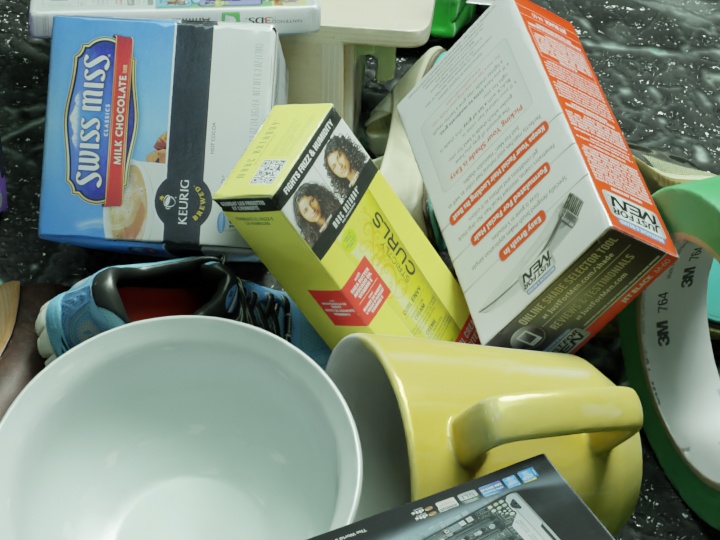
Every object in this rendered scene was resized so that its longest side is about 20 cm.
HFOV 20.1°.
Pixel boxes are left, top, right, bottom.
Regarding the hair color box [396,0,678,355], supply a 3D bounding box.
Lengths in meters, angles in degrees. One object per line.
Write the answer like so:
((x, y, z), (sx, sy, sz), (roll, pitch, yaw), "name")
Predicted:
((0.100, -0.055, 1.197), (0.064, 0.111, 0.201), (21, 37, -36), "hair color box")

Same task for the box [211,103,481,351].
((0.000, 0.000, 1.161), (0.050, 0.200, 0.075), (3, 50, 42), "box")

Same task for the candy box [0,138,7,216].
((-0.293, -0.050, 1.231), (0.071, 0.168, 0.200), (14, 42, 13), "candy box")

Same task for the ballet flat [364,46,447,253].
((0.029, -0.082, 1.387), (0.069, 0.070, 0.201), (7, 42, 2), "ballet flat")

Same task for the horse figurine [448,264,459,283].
((0.040, 0.001, 1.276), (0.199, 0.050, 0.133), (2, 74, -19), "horse figurine")

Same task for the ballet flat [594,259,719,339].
((0.188, 0.015, 1.283), (0.199, 0.071, 0.071), (2, 39, -22), "ballet flat")

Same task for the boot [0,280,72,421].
((-0.159, 0.084, 1.167), (0.165, 0.073, 0.201), (-2, 49, -18), "boot")

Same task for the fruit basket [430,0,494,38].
((0.027, -0.257, 1.561), (0.184, 0.094, 0.200), (7, 38, 2), "fruit basket")

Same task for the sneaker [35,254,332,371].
((-0.079, 0.035, 1.161), (0.199, 0.090, 0.079), (3, 61, -31), "sneaker")

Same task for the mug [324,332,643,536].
((0.076, 0.111, 1.103), (0.152, 0.150, 0.187), (-2, 15, -21), "mug")

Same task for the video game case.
((-0.125, -0.199, 1.346), (0.181, 0.022, 0.200), (-2, 28, -6), "video game case")

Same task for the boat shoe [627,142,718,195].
((0.172, -0.048, 1.334), (0.200, 0.072, 0.066), (5, 17, -35), "boat shoe")

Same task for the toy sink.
((-0.049, -0.147, 1.401), (0.199, 0.113, 0.131), (3, 32, 3), "toy sink")

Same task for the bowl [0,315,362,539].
((-0.095, 0.130, 1.078), (0.200, 0.091, 0.202), (-2, 52, 3), "bowl")

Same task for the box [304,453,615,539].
((0.031, 0.173, 0.929), (0.199, 0.050, 0.158), (-18, 31, -13), "box")

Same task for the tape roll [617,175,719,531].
((0.212, 0.047, 1.148), (0.048, 0.201, 0.201), (-12, 44, -18), "tape roll")

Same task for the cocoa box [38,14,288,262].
((-0.115, -0.075, 1.236), (0.130, 0.134, 0.200), (4, -1, 0), "cocoa box")
